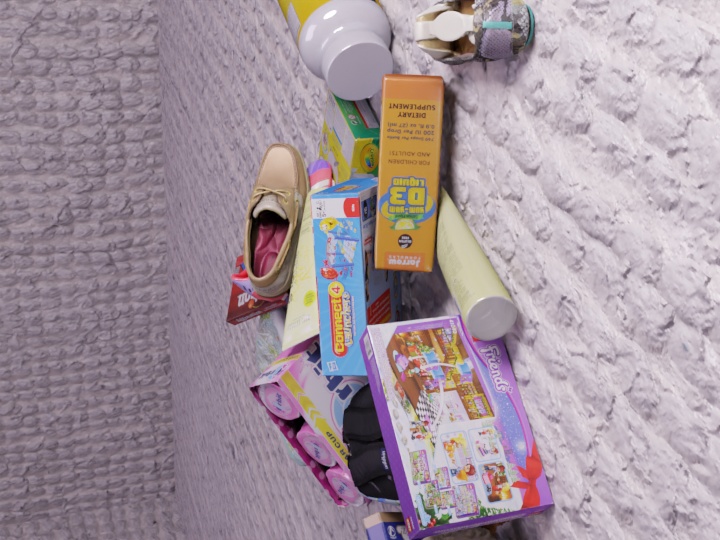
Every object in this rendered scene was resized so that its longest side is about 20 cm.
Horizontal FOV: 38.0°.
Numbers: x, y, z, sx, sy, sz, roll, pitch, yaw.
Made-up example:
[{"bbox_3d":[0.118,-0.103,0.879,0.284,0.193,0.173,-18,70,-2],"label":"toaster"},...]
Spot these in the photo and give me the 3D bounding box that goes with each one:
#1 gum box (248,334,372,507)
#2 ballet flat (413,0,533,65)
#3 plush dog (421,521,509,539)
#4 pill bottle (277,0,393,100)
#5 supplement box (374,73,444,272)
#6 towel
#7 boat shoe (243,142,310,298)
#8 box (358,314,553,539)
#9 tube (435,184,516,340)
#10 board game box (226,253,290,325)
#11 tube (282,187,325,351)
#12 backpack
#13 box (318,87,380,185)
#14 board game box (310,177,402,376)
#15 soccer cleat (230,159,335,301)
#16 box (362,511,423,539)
[{"bbox_3d":[-0.028,0.178,1.261,0.066,0.114,0.201,-20,111,49],"label":"gum box"},{"bbox_3d":[0.088,-0.227,0.974,0.200,0.071,0.073,-154,59,-70],"label":"ballet flat"},{"bbox_3d":[0.123,0.334,1.004,0.172,0.160,0.200,55,178,30],"label":"plush dog"},{"bbox_3d":[-0.028,-0.295,1.241,0.113,0.111,0.201,102,154,-45],"label":"pill bottle"},{"bbox_3d":[0.050,-0.101,1.092,0.069,0.066,0.202,-88,0,-76],"label":"supplement box"},{"bbox_3d":[-0.095,0.151,1.464,0.172,0.048,0.201,107,142,-53],"label":"towel"},{"bbox_3d":[-0.105,-0.070,1.299,0.066,0.073,0.202,57,-146,-73],"label":"boat shoe"},{"bbox_3d":[0.088,0.141,0.990,0.039,0.136,0.201,117,143,-59],"label":"box"},{"bbox_3d":[0.103,-0.008,1.044,0.058,0.052,0.200,-46,29,15],"label":"tube"},{"bbox_3d":[-0.113,0.003,1.427,0.199,0.019,0.104,-23,53,45],"label":"board game box"},{"bbox_3d":[-0.054,-0.004,1.242,0.058,0.051,0.201,86,-169,-59],"label":"tube"},{"bbox_3d":[0.053,0.183,1.140,0.199,0.153,0.165,-28,71,48],"label":"backpack"},{"bbox_3d":[-0.018,-0.127,1.377,0.201,0.048,0.118,104,152,-43],"label":"box"},{"bbox_3d":[0.000,0.000,1.196,0.200,0.055,0.198,-36,-56,-74],"label":"board game box"},{"bbox_3d":[-0.098,-0.057,1.354,0.201,0.076,0.067,-66,25,-1],"label":"soccer cleat"},{"bbox_3d":[0.074,0.367,1.151,0.032,0.121,0.202,-31,62,34],"label":"box"}]
